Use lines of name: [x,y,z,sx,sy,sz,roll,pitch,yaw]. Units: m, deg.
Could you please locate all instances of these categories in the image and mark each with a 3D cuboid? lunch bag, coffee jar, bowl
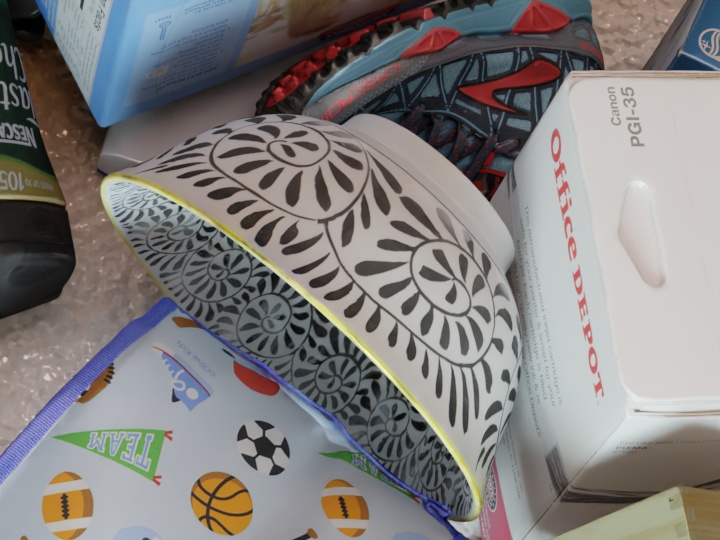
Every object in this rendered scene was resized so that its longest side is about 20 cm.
lunch bag: [-0.075,0.131,0.967,0.170,0.124,0.200,37,71,6]
coffee jar: [-0.185,-0.075,1.026,0.085,0.104,0.200,-18,83,20]
bowl: [0.000,0.000,0.990,0.201,0.201,0.094,41,77,7]

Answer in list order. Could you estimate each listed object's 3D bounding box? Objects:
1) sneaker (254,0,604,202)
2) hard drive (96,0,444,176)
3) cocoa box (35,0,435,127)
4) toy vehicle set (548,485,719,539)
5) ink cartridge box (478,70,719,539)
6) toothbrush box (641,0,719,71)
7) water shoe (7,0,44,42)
sneaker: [0.044,-0.070,1.088,0.200,0.079,0.096,-20,90,-39]
hard drive: [-0.030,-0.112,1.142,0.132,0.025,0.200,18,63,-5]
cocoa box: [-0.042,-0.170,1.037,0.200,0.133,0.131,-23,76,-19]
toy vehicle set: [0.142,0.127,0.970,0.200,0.124,0.027,12,58,-43]
ink cartridge box: [0.104,0.027,1.011,0.083,0.200,0.147,-2,66,-15]
toothbrush box: [0.220,-0.048,1.105,0.200,0.146,0.085,28,63,1]
water shoe: [-0.107,-0.179,1.135,0.200,0.072,0.079,-41,83,-17]
